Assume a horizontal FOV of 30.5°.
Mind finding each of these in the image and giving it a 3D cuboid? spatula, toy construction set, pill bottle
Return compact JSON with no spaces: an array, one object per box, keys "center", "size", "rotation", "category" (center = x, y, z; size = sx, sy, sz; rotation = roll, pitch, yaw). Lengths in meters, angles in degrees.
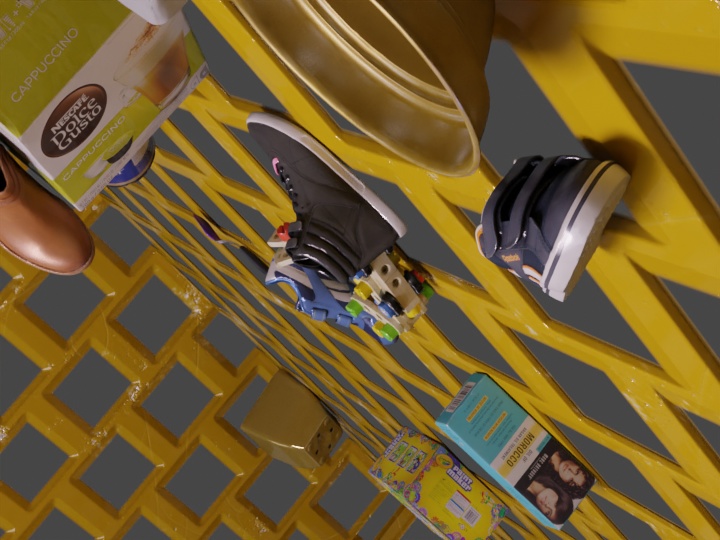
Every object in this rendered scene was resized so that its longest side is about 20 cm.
[{"center":[-0.212,-0.040,2.208],"size":[0.199,0.021,0.056],"rotation":[33,180,32],"category":"spatula"},{"center":[0.000,0.000,1.412],"size":[0.199,0.093,0.131],"rotation":[35,175,-33],"category":"toy construction set"},{"center":[-0.353,-0.197,1.818],"size":[0.111,0.112,0.200],"rotation":[39,170,11],"category":"pill bottle"}]

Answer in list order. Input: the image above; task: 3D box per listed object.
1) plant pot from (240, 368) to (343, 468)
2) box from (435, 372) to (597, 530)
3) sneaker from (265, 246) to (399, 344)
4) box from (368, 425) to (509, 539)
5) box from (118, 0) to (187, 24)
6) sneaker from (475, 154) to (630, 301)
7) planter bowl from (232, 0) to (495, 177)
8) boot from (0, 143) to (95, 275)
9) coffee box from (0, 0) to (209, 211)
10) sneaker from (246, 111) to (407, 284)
[{"center":[-0.166,0.424,3.570],"size":[0.198,0.197,0.195],"rotation":[25,162,37],"category":"plant pot"},{"center":[0.192,0.223,1.628],"size":[0.200,0.083,0.049],"rotation":[43,169,-9],"category":"box"},{"center":[-0.037,0.039,1.713],"size":[0.199,0.083,0.074],"rotation":[39,169,1],"category":"sneaker"},{"center":[0.148,0.425,2.546],"size":[0.200,0.122,0.192],"rotation":[44,170,-19],"category":"box"},{"center":[-0.111,-0.248,0.503],"size":[0.199,0.172,0.199],"rotation":[37,170,16],"category":"box"},{"center":[0.115,-0.032,0.838],"size":[0.079,0.079,0.200],"rotation":[33,171,9],"category":"sneaker"},{"center":[0.012,-0.149,0.713],"size":[0.200,0.084,0.201],"rotation":[41,170,9],"category":"planter bowl"},{"center":[-0.332,-0.070,1.249],"size":[0.199,0.074,0.155],"rotation":[39,167,-11],"category":"boot"},{"center":[-0.295,-0.217,1.253],"size":[0.199,0.200,0.198],"rotation":[39,170,14],"category":"coffee box"},{"center":[-0.058,-0.068,1.285],"size":[0.199,0.099,0.071],"rotation":[40,172,13],"category":"sneaker"}]
